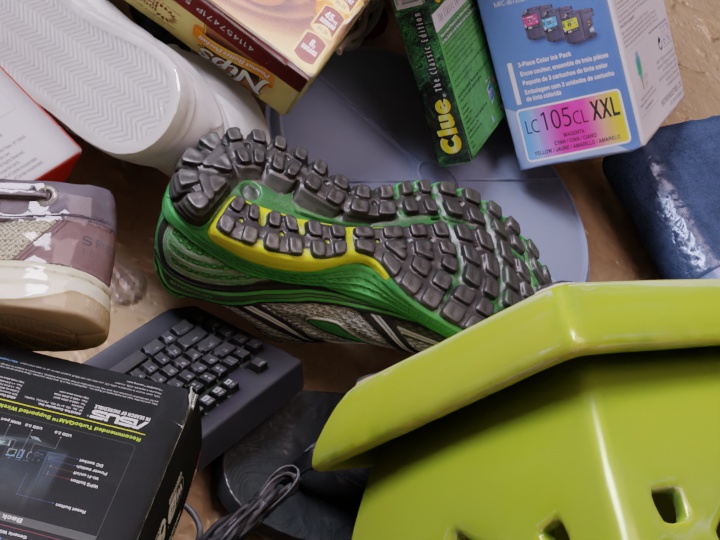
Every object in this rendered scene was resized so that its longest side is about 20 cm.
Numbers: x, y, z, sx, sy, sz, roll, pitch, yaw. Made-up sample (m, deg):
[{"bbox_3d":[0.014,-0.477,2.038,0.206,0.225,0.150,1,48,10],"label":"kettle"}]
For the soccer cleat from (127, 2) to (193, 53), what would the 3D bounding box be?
[{"bbox_3d":[-0.128,-0.188,0.882,0.081,0.201,0.068,-16,26,-9],"label":"soccer cleat"}]

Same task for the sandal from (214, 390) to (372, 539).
[{"bbox_3d":[0.023,0.082,0.830,0.199,0.048,0.076,0,56,-35],"label":"sandal"}]

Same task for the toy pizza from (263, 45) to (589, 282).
[{"bbox_3d":[0.033,-0.038,0.941,0.199,0.032,0.201,23,40,-21],"label":"toy pizza"}]

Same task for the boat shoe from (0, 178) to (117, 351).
[{"bbox_3d":[-0.184,-0.012,0.687,0.199,0.072,0.065,6,67,16],"label":"boat shoe"}]

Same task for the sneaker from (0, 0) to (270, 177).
[{"bbox_3d":[-0.129,-0.099,0.864,0.200,0.074,0.115,40,7,29],"label":"sneaker"}]

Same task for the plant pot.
[{"bbox_3d":[0.106,0.109,0.731,0.198,0.200,0.183,-2,71,-38],"label":"plant pot"}]

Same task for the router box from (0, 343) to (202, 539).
[{"bbox_3d":[-0.169,0.090,0.621,0.199,0.062,0.150,13,40,5],"label":"router box"}]

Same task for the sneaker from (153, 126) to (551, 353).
[{"bbox_3d":[0.000,0.000,0.827,0.199,0.085,0.078,20,52,-13],"label":"sneaker"}]

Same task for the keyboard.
[{"bbox_3d":[-0.090,0.081,0.742,0.127,0.021,0.200,30,40,21],"label":"keyboard"}]

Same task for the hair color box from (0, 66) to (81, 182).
[{"bbox_3d":[-0.229,-0.086,0.778,0.200,0.061,0.101,46,43,4],"label":"hair color box"}]

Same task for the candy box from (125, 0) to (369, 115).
[{"bbox_3d":[-0.024,-0.188,0.853,0.115,0.055,0.200,36,68,-6],"label":"candy box"}]

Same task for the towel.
[{"bbox_3d":[0.220,0.006,1.033,0.111,0.049,0.201,-9,63,-40],"label":"towel"}]

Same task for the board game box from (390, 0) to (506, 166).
[{"bbox_3d":[0.064,-0.140,0.979,0.200,0.023,0.105,-51,130,-61],"label":"board game box"}]

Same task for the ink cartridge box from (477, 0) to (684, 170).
[{"bbox_3d":[0.112,-0.170,0.979,0.136,0.076,0.201,-41,120,-65],"label":"ink cartridge box"}]

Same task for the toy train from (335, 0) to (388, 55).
[{"bbox_3d":[-0.024,-0.186,0.980,0.115,0.085,0.200,30,34,4],"label":"toy train"}]
